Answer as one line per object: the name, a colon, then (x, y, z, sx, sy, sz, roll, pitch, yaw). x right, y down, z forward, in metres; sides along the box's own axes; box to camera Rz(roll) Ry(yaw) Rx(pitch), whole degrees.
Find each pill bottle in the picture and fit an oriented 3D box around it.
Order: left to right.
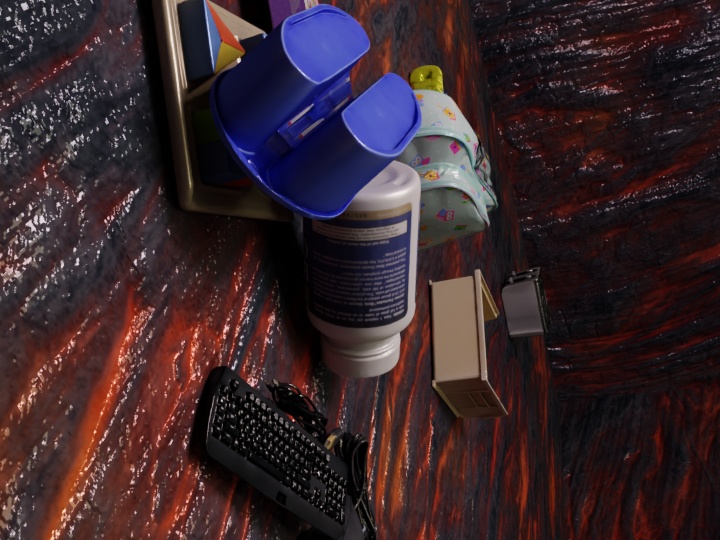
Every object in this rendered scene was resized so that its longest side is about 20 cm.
pill bottle: (0.000, 0.000, 0.715, 0.111, 0.111, 0.201, -64, 157, -60)

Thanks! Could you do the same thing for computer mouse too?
computer mouse: (-0.015, 0.229, 0.693, 0.200, 0.046, 0.141, -18, 99, -72)

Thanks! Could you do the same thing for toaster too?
toaster: (0.497, 0.102, 2.182, 0.181, 0.118, 0.201, -38, 117, -69)

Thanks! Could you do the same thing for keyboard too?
keyboard: (-0.053, 0.138, 0.597, 0.200, 0.040, 0.104, 52, 26, -44)

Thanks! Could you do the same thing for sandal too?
sandal: (0.137, -0.290, 1.374, 0.087, 0.079, 0.201, 62, 27, -52)

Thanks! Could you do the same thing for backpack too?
backpack: (0.072, -0.123, 0.936, 0.200, 0.175, 0.154, 55, 27, -45)

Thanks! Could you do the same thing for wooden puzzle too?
wooden puzzle: (-0.101, -0.139, 0.625, 0.200, 0.046, 0.186, 1, 80, -72)

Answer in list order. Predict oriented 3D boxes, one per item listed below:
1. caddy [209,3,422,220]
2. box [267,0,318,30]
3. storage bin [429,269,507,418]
caddy: (-0.036, -0.123, 0.589, 0.141, 0.105, 0.200, 50, 31, -10)
box: (-0.056, -0.209, 0.765, 0.137, 0.039, 0.201, -9, 90, -84)
storage bin: (0.192, 0.138, 1.288, 0.199, 0.093, 0.201, 53, 32, -54)
